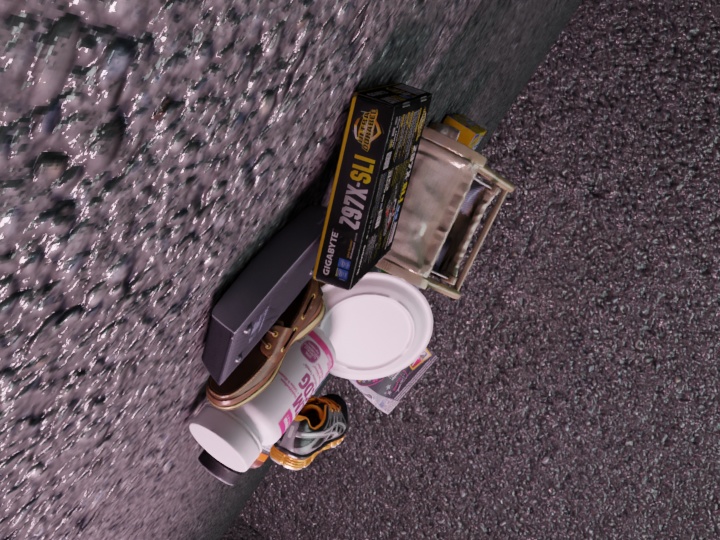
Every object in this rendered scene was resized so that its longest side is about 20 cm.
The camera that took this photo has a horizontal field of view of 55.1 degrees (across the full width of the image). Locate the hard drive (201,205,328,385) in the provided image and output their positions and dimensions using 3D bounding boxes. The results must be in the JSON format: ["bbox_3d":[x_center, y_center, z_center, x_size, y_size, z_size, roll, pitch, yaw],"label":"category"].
[{"bbox_3d":[-0.098,0.020,0.753,0.200,0.042,0.135,-52,174,-37],"label":"hard drive"}]

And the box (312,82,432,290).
[{"bbox_3d":[0.015,-0.096,0.756,0.160,0.049,0.201,-47,154,-64],"label":"box"}]

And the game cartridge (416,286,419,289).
[{"bbox_3d":[0.081,0.020,1.372,0.134,0.041,0.200,-62,-170,-3],"label":"game cartridge"}]

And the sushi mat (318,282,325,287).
[{"bbox_3d":[-0.070,0.036,0.996,0.096,0.012,0.200,-37,162,-25],"label":"sushi mat"}]

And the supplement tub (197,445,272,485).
[{"bbox_3d":[-0.165,0.229,1.074,0.200,0.107,0.107,-53,174,-10],"label":"supplement tub"}]

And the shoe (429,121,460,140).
[{"bbox_3d":[0.136,-0.159,1.220,0.070,0.053,0.201,-63,161,-70],"label":"shoe"}]

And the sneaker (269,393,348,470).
[{"bbox_3d":[-0.064,0.224,1.037,0.200,0.078,0.078,-32,140,-69],"label":"sneaker"}]

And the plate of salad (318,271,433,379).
[{"bbox_3d":[0.007,0.080,1.017,0.201,0.199,0.048,-58,-159,27],"label":"plate of salad"}]

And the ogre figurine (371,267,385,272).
[{"bbox_3d":[0.000,0.000,1.108,0.097,0.201,0.120,-10,-165,17],"label":"ogre figurine"}]

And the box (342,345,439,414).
[{"bbox_3d":[0.020,0.131,1.173,0.132,0.115,0.200,-47,-162,-4],"label":"box"}]

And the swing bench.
[{"bbox_3d":[0.104,-0.081,1.004,0.200,0.129,0.200,16,100,-62],"label":"swing bench"}]

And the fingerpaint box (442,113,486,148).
[{"bbox_3d":[0.177,-0.231,1.416,0.167,0.073,0.200,-57,174,19],"label":"fingerpaint box"}]

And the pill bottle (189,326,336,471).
[{"bbox_3d":[-0.130,0.161,0.932,0.200,0.113,0.114,-51,173,-32],"label":"pill bottle"}]

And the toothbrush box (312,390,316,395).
[{"bbox_3d":[-0.071,0.150,1.473,0.200,0.085,0.147,-52,173,-21],"label":"toothbrush box"}]

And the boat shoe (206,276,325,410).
[{"bbox_3d":[-0.118,0.079,0.839,0.200,0.072,0.068,-49,154,-31],"label":"boat shoe"}]
